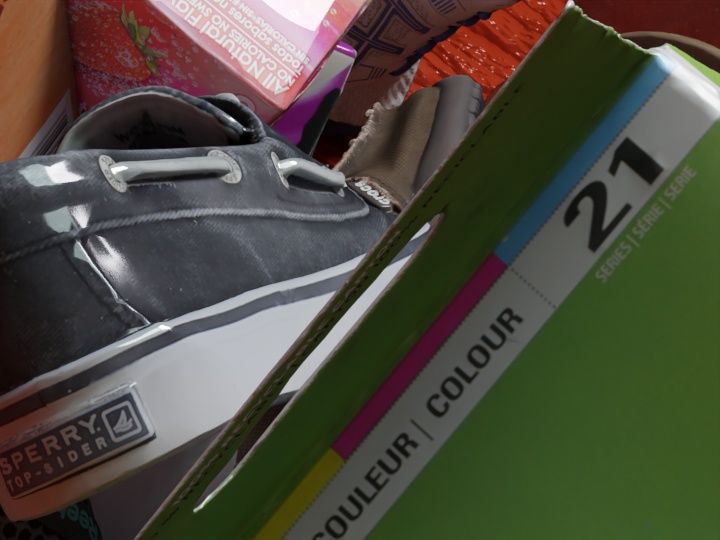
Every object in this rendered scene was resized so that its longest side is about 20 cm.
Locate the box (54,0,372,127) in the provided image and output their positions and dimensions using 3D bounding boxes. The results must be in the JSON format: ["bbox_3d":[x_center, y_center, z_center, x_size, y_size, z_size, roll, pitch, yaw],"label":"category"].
[{"bbox_3d":[-0.091,-0.112,0.746,0.200,0.103,0.095,40,55,-7],"label":"box"}]

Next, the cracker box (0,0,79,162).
[{"bbox_3d":[-0.169,-0.075,0.717,0.199,0.134,0.058,19,51,17],"label":"cracker box"}]

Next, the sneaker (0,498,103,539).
[{"bbox_3d":[-0.133,0.080,0.552,0.092,0.199,0.078,62,-13,1],"label":"sneaker"}]

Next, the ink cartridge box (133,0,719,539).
[{"bbox_3d":[0.033,0.037,0.527,0.076,0.148,0.200,41,9,10],"label":"ink cartridge box"}]

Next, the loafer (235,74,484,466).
[{"bbox_3d":[0.000,0.000,0.762,0.071,0.073,0.200,-7,17,7],"label":"loafer"}]

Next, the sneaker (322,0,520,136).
[{"bbox_3d":[0.023,-0.100,0.971,0.088,0.200,0.075,27,58,10],"label":"sneaker"}]

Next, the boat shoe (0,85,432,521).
[{"bbox_3d":[-0.032,-0.004,0.572,0.068,0.071,0.200,66,19,1],"label":"boat shoe"}]

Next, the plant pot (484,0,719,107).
[{"bbox_3d":[0.141,-0.051,0.939,0.200,0.196,0.201,23,27,-13],"label":"plant pot"}]

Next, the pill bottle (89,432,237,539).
[{"bbox_3d":[-0.137,0.026,0.662,0.199,0.112,0.111,33,26,7],"label":"pill bottle"}]

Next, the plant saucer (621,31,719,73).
[{"bbox_3d":[0.093,0.035,0.786,0.029,0.201,0.200,-10,44,-28],"label":"plant saucer"}]

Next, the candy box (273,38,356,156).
[{"bbox_3d":[-0.090,-0.089,0.911,0.136,0.061,0.200,22,10,-19],"label":"candy box"}]
